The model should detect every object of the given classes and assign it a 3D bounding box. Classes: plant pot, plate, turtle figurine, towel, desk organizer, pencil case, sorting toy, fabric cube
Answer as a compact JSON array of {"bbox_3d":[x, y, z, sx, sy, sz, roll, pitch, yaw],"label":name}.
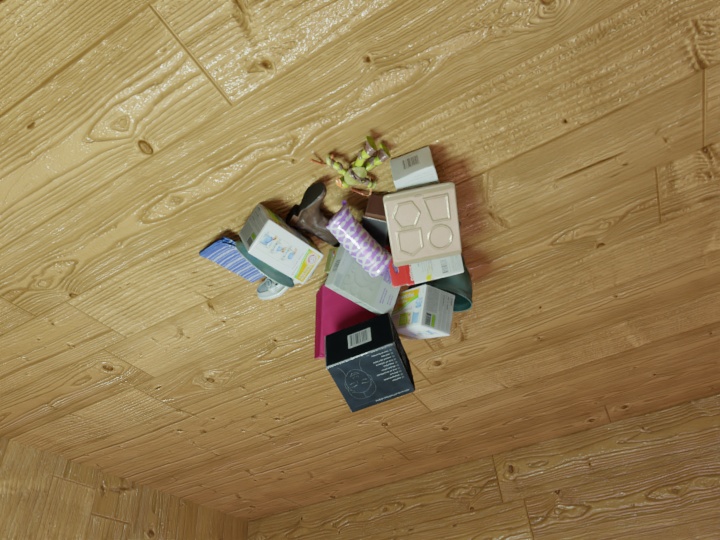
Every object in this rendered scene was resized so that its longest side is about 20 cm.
[{"bbox_3d":[0.242,0.023,1.567,0.192,0.139,0.201,11,161,4],"label":"plant pot"},{"bbox_3d":[-0.254,-0.025,1.446,0.198,0.200,0.026,35,98,-38],"label":"plate"},{"bbox_3d":[-0.013,-0.250,1.287,0.196,0.066,0.160,26,131,-33],"label":"turtle figurine"},{"bbox_3d":[-0.350,-0.025,1.522,0.142,0.025,0.197,-21,139,41],"label":"towel"},{"bbox_3d":[0.046,-0.110,1.449,0.069,0.079,0.202,12,149,6],"label":"desk organizer"},{"bbox_3d":[0.001,-0.075,1.353,0.200,0.086,0.083,46,163,-16],"label":"pencil case"},{"bbox_3d":[0.157,-0.116,1.331,0.178,0.037,0.206,-10,119,4],"label":"sorting toy"},{"bbox_3d":[-0.039,0.165,1.622,0.188,0.208,0.200,3,169,-10],"label":"fabric cube"}]

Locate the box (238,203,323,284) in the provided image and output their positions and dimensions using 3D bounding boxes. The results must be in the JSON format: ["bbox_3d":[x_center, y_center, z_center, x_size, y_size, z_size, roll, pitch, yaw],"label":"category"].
[{"bbox_3d":[-0.210,-0.069,1.418,0.198,0.113,0.102,33,100,-37],"label":"box"}]

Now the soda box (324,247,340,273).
[{"bbox_3d":[0.000,0.000,1.495,0.194,0.070,0.063,20,168,-25],"label":"soda box"}]

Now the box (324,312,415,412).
[{"bbox_3d":[0.026,0.253,1.442,0.193,0.126,0.201,-19,125,8],"label":"box"}]

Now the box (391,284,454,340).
[{"bbox_3d":[0.162,0.122,1.487,0.098,0.117,0.199,19,161,-22],"label":"box"}]

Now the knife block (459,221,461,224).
[{"bbox_3d":[0.198,-0.090,1.508,0.168,0.066,0.203,-7,140,3],"label":"knife block"}]

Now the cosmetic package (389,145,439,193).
[{"bbox_3d":[0.154,-0.201,1.355,0.109,0.083,0.202,-18,138,12],"label":"cosmetic package"}]

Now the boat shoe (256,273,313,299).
[{"bbox_3d":[-0.231,0.019,1.581,0.197,0.076,0.065,-25,132,15],"label":"boat shoe"}]

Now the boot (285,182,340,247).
[{"bbox_3d":[-0.076,-0.137,1.414,0.196,0.066,0.185,26,145,-28],"label":"boot"}]

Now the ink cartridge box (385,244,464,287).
[{"bbox_3d":[0.171,-0.031,1.423,0.192,0.121,0.067,-13,177,9],"label":"ink cartridge box"}]

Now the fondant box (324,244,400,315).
[{"bbox_3d":[0.017,0.017,1.435,0.196,0.149,0.058,29,163,-24],"label":"fondant box"}]
